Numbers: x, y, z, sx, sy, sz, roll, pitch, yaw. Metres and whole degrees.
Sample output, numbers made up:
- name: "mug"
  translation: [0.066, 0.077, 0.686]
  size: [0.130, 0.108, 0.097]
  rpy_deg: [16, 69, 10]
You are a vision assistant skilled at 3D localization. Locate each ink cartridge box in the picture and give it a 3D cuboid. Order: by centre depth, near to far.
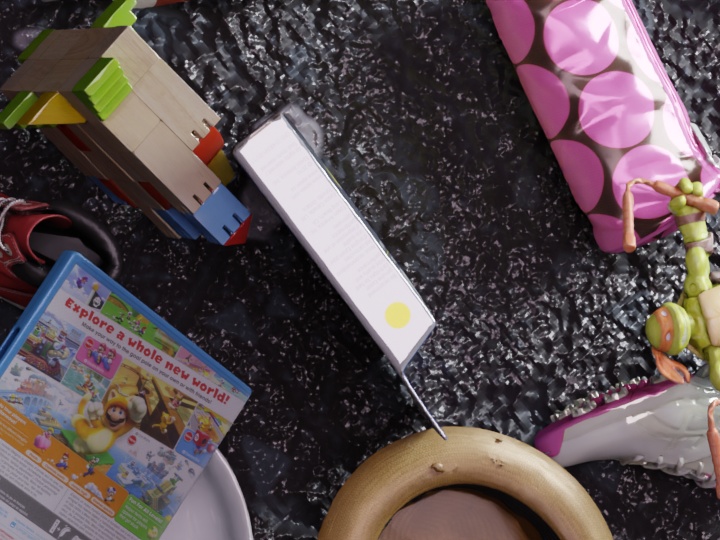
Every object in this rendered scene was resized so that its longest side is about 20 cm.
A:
- name: "ink cartridge box"
  translation: [0.000, 0.000, 1.567]
  size: [0.047, 0.198, 0.200]
  rpy_deg: [-38, 92, -1]

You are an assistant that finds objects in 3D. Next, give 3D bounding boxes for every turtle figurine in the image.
- name: "turtle figurine"
  translation: [0.236, 0.034, 1.623]
  size: [0.160, 0.064, 0.201]
  rpy_deg: [-10, 74, -21]

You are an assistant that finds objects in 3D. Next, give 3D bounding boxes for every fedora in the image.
- name: "fedora"
  translation: [0.058, 0.192, 1.614]
  size: [0.199, 0.082, 0.202]
  rpy_deg: [1, 85, -16]

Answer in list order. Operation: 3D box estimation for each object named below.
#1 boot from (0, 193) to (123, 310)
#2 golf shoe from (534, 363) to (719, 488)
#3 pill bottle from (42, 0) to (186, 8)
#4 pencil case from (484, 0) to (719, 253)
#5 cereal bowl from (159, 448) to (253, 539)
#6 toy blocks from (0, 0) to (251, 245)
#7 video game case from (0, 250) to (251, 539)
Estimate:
- name: "boot"
  translation: [-0.234, -0.032, 1.545]
  size: [0.199, 0.144, 0.073]
  rpy_deg: [21, 79, -9]
- name: "golf shoe"
  translation: [0.207, 0.102, 1.668]
  size: [0.199, 0.075, 0.092]
  rpy_deg: [-16, 90, -13]
- name: "pill bottle"
  translation: [-0.102, -0.219, 1.615]
  size: [0.198, 0.112, 0.113]
  rpy_deg: [-11, 86, -13]
- name: "pencil case"
  translation: [0.152, -0.116, 1.675]
  size: [0.093, 0.091, 0.201]
  rpy_deg: [-26, 92, 20]
- name: "cereal bowl"
  translation: [-0.166, 0.166, 1.567]
  size: [0.198, 0.083, 0.202]
  rpy_deg: [2, 83, -13]
- name: "toy blocks"
  translation: [-0.127, -0.075, 1.565]
  size: [0.137, 0.200, 0.100]
  rpy_deg: [45, 77, -19]
- name: "video game case"
  translation: [-0.165, 0.111, 1.498]
  size: [0.143, 0.018, 0.201]
  rpy_deg: [39, 76, -27]
